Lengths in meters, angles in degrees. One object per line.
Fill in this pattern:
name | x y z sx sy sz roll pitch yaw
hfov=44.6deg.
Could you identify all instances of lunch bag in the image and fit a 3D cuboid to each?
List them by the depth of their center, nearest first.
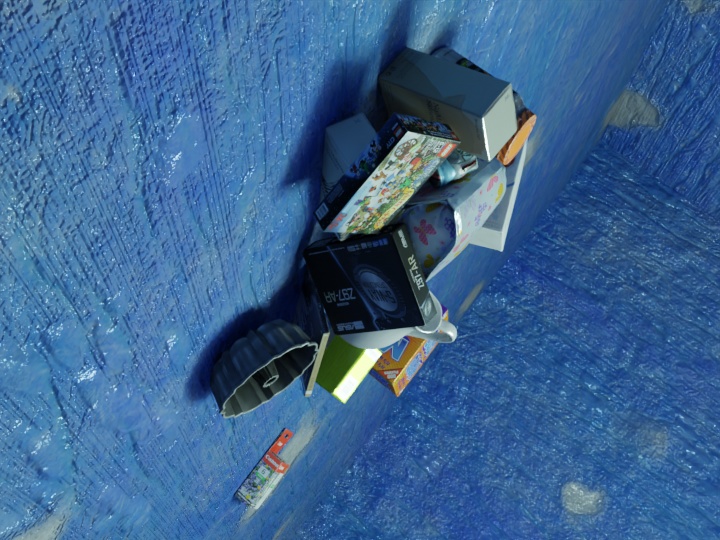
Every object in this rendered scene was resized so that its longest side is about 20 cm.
lunch bag | 0.137 -0.094 1.427 0.169 0.127 0.200 -42 175 -39

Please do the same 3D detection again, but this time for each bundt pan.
bundt pan | -0.170 0.156 1.473 0.200 0.076 0.203 -34 163 -12

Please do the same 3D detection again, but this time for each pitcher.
pitcher | 0.060 0.088 1.569 0.171 0.197 0.123 42 54 -34

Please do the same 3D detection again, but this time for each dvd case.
dvd case | -0.094 0.110 1.586 0.016 0.151 0.202 -3 142 -17

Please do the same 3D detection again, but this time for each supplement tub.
supplement tub | 0.190 -0.274 1.482 0.123 0.198 0.123 -49 165 -18

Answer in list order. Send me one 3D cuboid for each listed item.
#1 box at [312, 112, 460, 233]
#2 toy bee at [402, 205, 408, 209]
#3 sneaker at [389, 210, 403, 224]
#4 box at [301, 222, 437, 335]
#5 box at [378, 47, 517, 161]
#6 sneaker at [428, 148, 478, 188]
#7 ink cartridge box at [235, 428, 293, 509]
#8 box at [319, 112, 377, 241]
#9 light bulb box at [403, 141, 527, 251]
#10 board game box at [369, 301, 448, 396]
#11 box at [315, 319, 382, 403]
box | 0.037 -0.134 1.267 0.135 0.038 0.200 -1 141 -51
toy bee | 0.038 -0.151 1.492 0.129 0.111 0.199 16 141 -34
sneaker | 0.057 -0.110 1.705 0.201 0.075 0.090 111 3 -58
box | 0.013 0.018 1.439 0.197 0.163 0.043 -8 -161 39
box | 0.131 -0.250 1.312 0.078 0.198 0.096 -47 142 -21
sneaker | 0.133 -0.206 1.395 0.093 0.202 0.080 -16 135 -2
ink cartridge box | -0.221 0.492 2.172 0.201 0.050 0.109 -52 165 -9
box | -0.014 -0.138 1.341 0.067 0.083 0.201 -24 153 -18
light bulb box | 0.199 -0.169 1.648 0.125 0.194 0.205 63 42 -74
board game box | 0.062 0.128 1.968 0.201 0.198 0.200 -51 166 -9
box | -0.057 0.162 1.701 0.123 0.199 0.048 -52 126 -7
